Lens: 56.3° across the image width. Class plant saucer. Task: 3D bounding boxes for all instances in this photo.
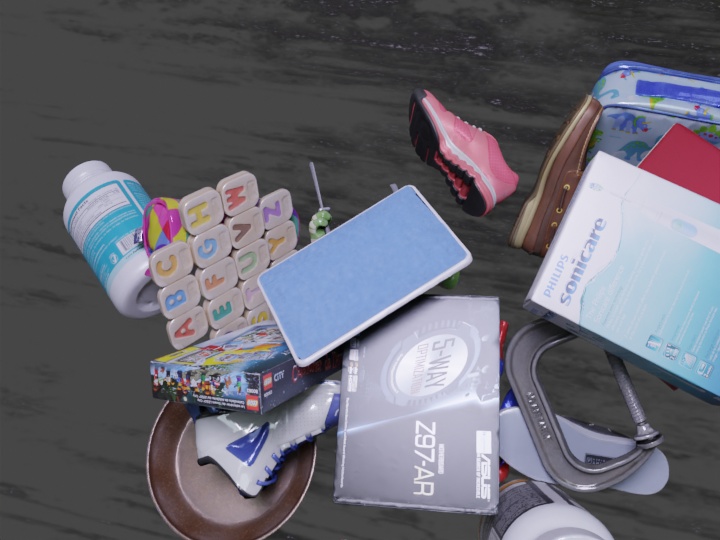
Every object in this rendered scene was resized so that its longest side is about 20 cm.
[{"bbox_3d":[-0.144,0.208,0.766,0.194,0.037,0.206,-2,65,3],"label":"plant saucer"}]

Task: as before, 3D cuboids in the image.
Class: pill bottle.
[{"bbox_3d":[-0.301,-0.046,0.851,0.110,0.111,0.201,-36,68,-11],"label":"pill bottle"},{"bbox_3d":[0.173,0.266,0.614,0.112,0.200,0.120,0,83,3],"label":"pill bottle"}]

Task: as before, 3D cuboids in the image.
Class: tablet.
[{"bbox_3d":[0.000,0.000,0.673,0.197,0.014,0.131,-31,50,-5],"label":"tablet"}]

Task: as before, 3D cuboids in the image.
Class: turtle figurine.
[{"bbox_3d":[0.018,-0.045,0.782,0.191,0.143,0.204,13,72,47],"label":"turtle figurine"}]

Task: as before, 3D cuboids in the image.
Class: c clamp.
[{"bbox_3d":[0.233,0.109,0.659,0.166,0.027,0.206,-18,88,12],"label":"c clamp"}]

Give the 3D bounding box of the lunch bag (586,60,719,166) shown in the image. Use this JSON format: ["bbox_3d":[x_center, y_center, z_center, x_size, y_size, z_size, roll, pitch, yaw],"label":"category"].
[{"bbox_3d":[0.371,-0.170,0.823,0.194,0.162,0.085,12,67,11],"label":"lunch bag"}]

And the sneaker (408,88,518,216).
[{"bbox_3d":[0.136,-0.164,0.901,0.085,0.074,0.203,-24,70,-21],"label":"sneaker"}]

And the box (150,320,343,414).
[{"bbox_3d":[-0.101,0.094,0.706,0.133,0.199,0.039,2,99,28],"label":"box"}]

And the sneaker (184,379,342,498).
[{"bbox_3d":[-0.090,0.180,0.720,0.193,0.081,0.119,-4,78,-3],"label":"sneaker"}]

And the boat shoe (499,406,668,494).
[{"bbox_3d":[0.225,0.187,0.718,0.194,0.066,0.072,11,88,-3],"label":"boat shoe"}]

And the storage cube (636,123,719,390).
[{"bbox_3d":[0.350,-0.011,0.748,0.200,0.172,0.179,-43,69,-14],"label":"storage cube"}]

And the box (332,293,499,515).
[{"bbox_3d":[0.058,0.128,0.663,0.155,0.044,0.206,2,73,8],"label":"box"}]

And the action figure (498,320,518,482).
[{"bbox_3d":[0.154,0.164,0.755,0.064,0.052,0.205,15,73,17],"label":"action figure"}]

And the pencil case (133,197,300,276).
[{"bbox_3d":[-0.165,-0.044,0.800,0.197,0.089,0.090,-7,57,-45],"label":"pencil case"}]

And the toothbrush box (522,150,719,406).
[{"bbox_3d":[0.266,0.009,0.603,0.196,0.085,0.150,26,87,11],"label":"toothbrush box"}]

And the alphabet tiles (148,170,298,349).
[{"bbox_3d":[-0.144,-0.004,0.770,0.014,0.205,0.193,23,41,40],"label":"alphabet tiles"}]

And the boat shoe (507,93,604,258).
[{"bbox_3d":[0.245,-0.107,0.807,0.066,0.204,0.072,24,29,9],"label":"boat shoe"}]
